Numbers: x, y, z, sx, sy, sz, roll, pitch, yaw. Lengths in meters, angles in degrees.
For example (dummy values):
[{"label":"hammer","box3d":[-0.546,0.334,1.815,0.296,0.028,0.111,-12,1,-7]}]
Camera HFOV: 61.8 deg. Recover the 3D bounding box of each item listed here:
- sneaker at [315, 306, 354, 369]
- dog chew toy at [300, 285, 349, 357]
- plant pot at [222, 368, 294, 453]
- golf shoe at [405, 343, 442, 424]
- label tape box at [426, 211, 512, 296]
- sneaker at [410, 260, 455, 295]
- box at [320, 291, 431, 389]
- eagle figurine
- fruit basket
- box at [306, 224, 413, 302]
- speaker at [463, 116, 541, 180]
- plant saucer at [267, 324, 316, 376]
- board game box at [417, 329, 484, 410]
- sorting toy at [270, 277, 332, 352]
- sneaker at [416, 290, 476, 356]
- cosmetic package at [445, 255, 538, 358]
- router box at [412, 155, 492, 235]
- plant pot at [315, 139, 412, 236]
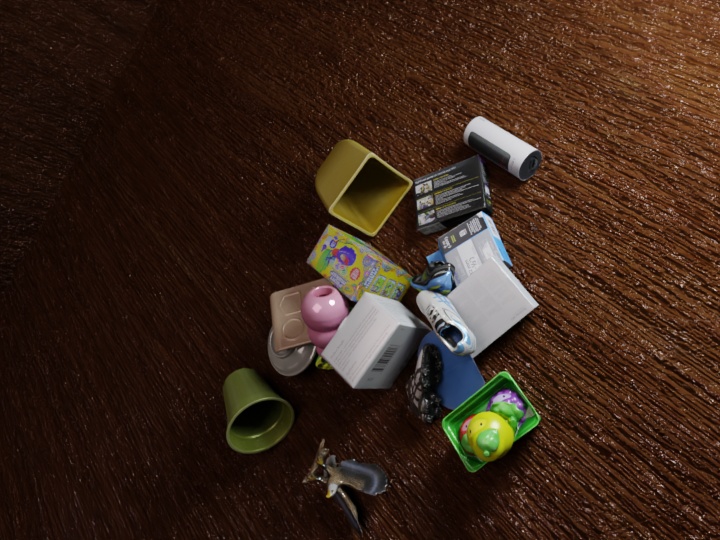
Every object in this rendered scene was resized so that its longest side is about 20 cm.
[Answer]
[{"label":"sneaker","box3d":[-0.059,0.190,1.672,0.201,0.074,0.084,-58,27,12]},{"label":"dog chew toy","box3d":[-0.085,0.143,1.544,0.124,0.124,0.202,15,123,39]},{"label":"plant pot","box3d":[-0.318,0.387,1.740,0.201,0.199,0.190,-55,41,11]},{"label":"golf shoe","box3d":[0.143,0.266,1.448,0.094,0.077,0.202,16,110,46]},{"label":"label tape box","box3d":[0.255,-0.029,1.490,0.199,0.066,0.144,-31,61,24]},{"label":"sneaker","box3d":[0.185,0.020,1.487,0.083,0.070,0.199,-63,11,-12]},{"label":"box","box3d":[0.042,0.179,1.499,0.131,0.199,0.200,41,102,29]},{"label":"eagle figurine","box3d":[-0.043,0.549,1.528,0.199,0.151,0.152,26,138,10]},{"label":"fruit basket","box3d":[0.274,0.332,1.285,0.216,0.215,0.156,-44,55,18]},{"label":"box","box3d":[0.000,0.000,1.593,0.200,0.192,0.123,38,100,37]},{"label":"speaker","box3d":[0.351,-0.304,1.490,0.082,0.081,0.200,-54,53,11]},{"label":"plant saucer","box3d":[-0.206,0.198,1.718,0.199,0.050,0.202,-13,68,35]},{"label":"board game box","box3d":[0.225,0.231,1.437,0.158,0.039,0.201,-40,73,45]},{"label":"sorting toy","box3d":[-0.155,0.123,1.677,0.198,0.037,0.187,-18,57,11]},{"label":"sneaker","box3d":[0.188,0.113,1.375,0.072,0.072,0.200,-54,50,19]},{"label":"cosmetic package","box3d":[0.288,0.087,1.402,0.200,0.052,0.151,-44,73,25]},{"label":"router box","box3d":[0.236,-0.193,1.561,0.199,0.051,0.151,-17,66,32]},{"label":"plant pot","box3d":[-0.016,-0.253,1.687,0.195,0.195,0.200,-53,46,12]}]
